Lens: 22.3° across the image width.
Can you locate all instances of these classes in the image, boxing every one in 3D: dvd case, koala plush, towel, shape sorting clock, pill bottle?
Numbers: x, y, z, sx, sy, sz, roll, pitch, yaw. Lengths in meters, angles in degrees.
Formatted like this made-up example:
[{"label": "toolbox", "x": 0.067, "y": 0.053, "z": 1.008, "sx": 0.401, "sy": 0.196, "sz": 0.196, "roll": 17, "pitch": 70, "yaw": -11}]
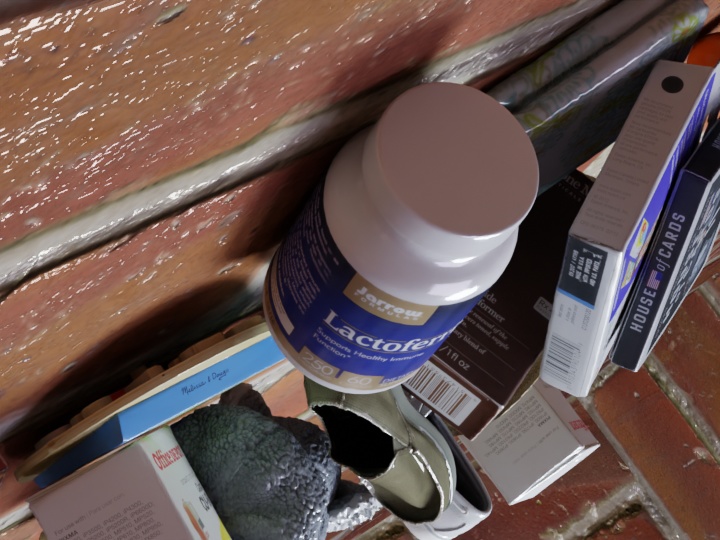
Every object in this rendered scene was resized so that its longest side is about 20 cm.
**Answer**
[{"label": "dvd case", "x": 0.230, "y": -0.035, "z": 1.260, "sx": 0.200, "sy": 0.025, "sz": 0.151, "roll": -45, "pitch": 155, "yaw": -57}, {"label": "koala plush", "x": -0.073, "y": 0.164, "z": 1.334, "sx": 0.184, "sy": 0.177, "sz": 0.200, "roll": -58, "pitch": 167, "yaw": 23}, {"label": "towel", "x": 0.135, "y": -0.109, "z": 1.208, "sx": 0.200, "sy": 0.048, "sz": 0.171, "roll": -35, "pitch": 166, "yaw": -8}, {"label": "shape sorting clock", "x": -0.134, "y": 0.080, "z": 1.171, "sx": 0.199, "sy": 0.039, "sz": 0.200, "roll": -28, "pitch": 178, "yaw": -1}, {"label": "pill bottle", "x": 0.022, "y": -0.017, "z": 1.048, "sx": 0.115, "sy": 0.116, "sz": 0.200, "roll": -30, "pitch": 167, "yaw": -29}]

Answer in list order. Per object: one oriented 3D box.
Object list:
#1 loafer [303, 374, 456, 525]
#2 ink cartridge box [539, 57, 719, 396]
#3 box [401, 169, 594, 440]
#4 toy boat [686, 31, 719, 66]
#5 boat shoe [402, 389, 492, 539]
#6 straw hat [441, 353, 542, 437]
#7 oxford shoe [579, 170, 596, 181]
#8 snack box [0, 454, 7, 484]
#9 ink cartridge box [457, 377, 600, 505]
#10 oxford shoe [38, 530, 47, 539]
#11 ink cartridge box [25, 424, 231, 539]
[{"label": "loafer", "x": 0.006, "y": 0.122, "z": 1.281, "sx": 0.075, "sy": 0.200, "sz": 0.070, "roll": -5, "pitch": -134, "yaw": 29}, {"label": "ink cartridge box", "x": 0.184, "y": -0.043, "z": 1.212, "sx": 0.200, "sy": 0.043, "sz": 0.199, "roll": -57, "pitch": 164, "yaw": -26}, {"label": "box", "x": 0.102, "y": 0.011, "z": 1.313, "sx": 0.200, "sy": 0.100, "sz": 0.075, "roll": -53, "pitch": 178, "yaw": -31}, {"label": "toy boat", "x": 0.318, "y": -0.165, "z": 1.416, "sx": 0.130, "sy": 0.131, "sz": 0.200, "roll": -7, "pitch": 175, "yaw": 14}, {"label": "boat shoe", "x": 0.031, "y": 0.110, "z": 1.373, "sx": 0.068, "sy": 0.201, "sz": 0.072, "roll": -28, "pitch": 178, "yaw": 34}, {"label": "straw hat", "x": 0.068, "y": 0.021, "z": 1.412, "sx": 0.201, "sy": 0.202, "sz": 0.085, "roll": -40, "pitch": 130, "yaw": 17}, {"label": "oxford shoe", "x": 0.124, "y": -0.003, "z": 1.477, "sx": 0.200, "sy": 0.070, "sz": 0.075, "roll": -52, "pitch": -171, "yaw": -3}, {"label": "snack box", "x": -0.268, "y": 0.163, "z": 1.138, "sx": 0.072, "sy": 0.024, "sz": 0.200, "roll": -29, "pitch": 167, "yaw": -29}, {"label": "ink cartridge box", "x": 0.110, "y": 0.097, "z": 1.582, "sx": 0.085, "sy": 0.200, "sz": 0.148, "roll": -38, "pitch": 169, "yaw": 8}, {"label": "oxford shoe", "x": -0.172, "y": 0.175, "z": 1.433, "sx": 0.074, "sy": 0.071, "sz": 0.200, "roll": -18, "pitch": 178, "yaw": 35}, {"label": "ink cartridge box", "x": -0.117, "y": 0.206, "z": 1.159, "sx": 0.083, "sy": 0.201, "sz": 0.145, "roll": -30, "pitch": 178, "yaw": 1}]
